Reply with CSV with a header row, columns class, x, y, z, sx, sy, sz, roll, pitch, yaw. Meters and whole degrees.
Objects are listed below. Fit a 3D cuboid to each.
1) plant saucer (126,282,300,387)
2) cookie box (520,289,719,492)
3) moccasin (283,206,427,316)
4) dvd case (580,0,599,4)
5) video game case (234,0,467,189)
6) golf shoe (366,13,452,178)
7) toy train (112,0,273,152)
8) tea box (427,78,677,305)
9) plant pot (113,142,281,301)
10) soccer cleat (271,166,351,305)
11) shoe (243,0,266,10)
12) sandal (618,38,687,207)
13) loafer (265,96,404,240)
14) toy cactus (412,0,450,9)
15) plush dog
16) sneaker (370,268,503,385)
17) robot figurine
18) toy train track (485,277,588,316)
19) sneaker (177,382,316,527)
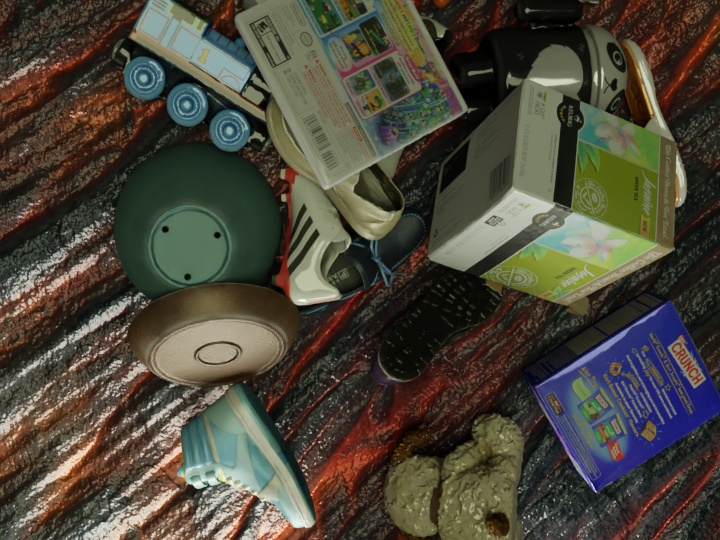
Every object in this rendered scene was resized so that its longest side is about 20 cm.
class,x,y,z,sx,sy,sz,roll,pitch,yaw
plant saucer,-0.164,0.083,0.972,0.197,0.201,0.035,-9,58,-5
cookie box,0.334,0.152,1.087,0.199,0.075,0.172,-32,103,1
moccasin,0.000,0.000,1.022,0.199,0.068,0.081,-38,103,2
dvd case,0.191,-0.395,0.989,0.197,0.022,0.148,4,101,-6
video game case,-0.008,-0.216,0.902,0.181,0.024,0.202,-29,92,-12
golf shoe,0.049,-0.189,0.969,0.077,0.094,0.203,-5,110,-50
toy train,-0.172,-0.216,0.948,0.198,0.087,0.115,30,100,-11
tea box,0.206,-0.075,0.938,0.194,0.200,0.135,17,66,-15
plant pot,-0.187,-0.037,0.960,0.197,0.135,0.203,-1,102,-6
soccer cleat,-0.050,-0.059,0.982,0.084,0.069,0.203,3,78,11
shoe,-0.043,-0.248,0.966,0.091,0.071,0.201,-41,117,-16
sandal,0.329,-0.169,1.027,0.058,0.079,0.209,-21,94,0
loafer,-0.020,-0.122,0.941,0.200,0.068,0.076,45,51,-19
toy cactus,0.121,-0.383,0.935,0.198,0.102,0.167,-20,93,8
plush dog,0.110,0.287,1.067,0.169,0.160,0.203,2,101,20
sneaker,0.087,0.065,1.051,0.199,0.088,0.076,-36,84,-22
robot figurine,0.203,-0.215,0.972,0.197,0.151,0.126,-5,65,-5
toy train track,0.198,0.002,1.054,0.199,0.032,0.116,30,55,-17
sneaker,-0.148,0.252,1.053,0.130,0.080,0.202,-31,94,-1
